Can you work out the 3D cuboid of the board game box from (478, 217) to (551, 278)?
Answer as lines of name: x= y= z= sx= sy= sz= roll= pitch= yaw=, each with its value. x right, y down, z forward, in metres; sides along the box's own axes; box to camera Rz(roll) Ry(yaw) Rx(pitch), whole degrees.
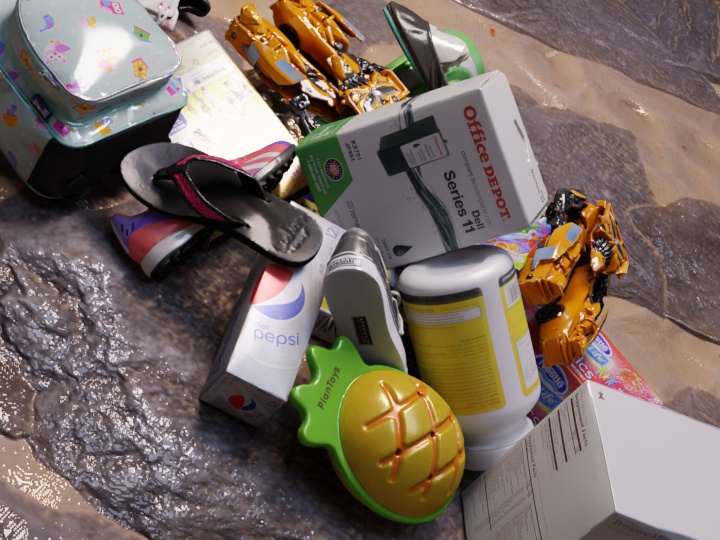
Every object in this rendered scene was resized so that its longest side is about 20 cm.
board game box: x=0.095 y=-0.051 z=1.716 sx=0.200 sy=0.045 sz=0.134 roll=29 pitch=30 yaw=15

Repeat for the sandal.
sandal: x=-0.124 y=-0.069 z=1.505 sx=0.200 sy=0.045 sz=0.075 roll=25 pitch=63 yaw=9

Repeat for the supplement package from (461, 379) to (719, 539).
supplement package: x=0.232 y=0.237 z=1.535 sx=0.191 sy=0.200 sz=0.147 roll=21 pitch=42 yaw=-26

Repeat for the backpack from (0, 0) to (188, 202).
backpack: x=-0.276 y=-0.188 z=1.533 sx=0.200 sy=0.153 sz=0.176 roll=44 pitch=45 yaw=16

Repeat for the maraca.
maraca: x=0.017 y=0.145 z=1.495 sx=0.200 sy=0.107 sz=0.137 roll=40 pitch=49 yaw=-25

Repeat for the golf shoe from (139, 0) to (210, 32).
golf shoe: x=-0.230 y=-0.289 z=1.736 sx=0.092 sy=0.073 sz=0.200 roll=50 pitch=37 yaw=7

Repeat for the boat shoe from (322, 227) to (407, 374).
boat shoe: x=0.003 y=0.047 z=1.541 sx=0.068 sy=0.073 sz=0.200 roll=-80 pitch=160 yaw=-45

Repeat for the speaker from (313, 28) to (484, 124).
speaker: x=0.041 y=-0.184 z=1.809 sx=0.200 sy=0.088 sz=0.088 roll=-37 pitch=80 yaw=-24

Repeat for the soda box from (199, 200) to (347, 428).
soda box: x=-0.078 y=0.038 z=1.517 sx=0.063 sy=0.068 sz=0.200 roll=28 pitch=54 yaw=-12

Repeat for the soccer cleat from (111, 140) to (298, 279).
soccer cleat: x=-0.143 y=-0.074 z=1.565 sx=0.200 sy=0.068 sz=0.073 roll=-40 pitch=81 yaw=-25

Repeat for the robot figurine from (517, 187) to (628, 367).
robot figurine: x=0.218 y=0.003 z=1.674 sx=0.200 sy=0.058 sz=0.145 roll=-52 pitch=128 yaw=-49

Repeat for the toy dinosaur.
toy dinosaur: x=-0.108 y=-0.199 z=1.784 sx=0.200 sy=0.058 sz=0.101 roll=4 pitch=27 yaw=-22

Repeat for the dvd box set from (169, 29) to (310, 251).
dvd box set: x=-0.152 y=-0.132 z=1.647 sx=0.146 sy=0.029 sz=0.200 roll=-33 pitch=77 yaw=-28

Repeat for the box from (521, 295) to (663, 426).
box: x=0.203 y=0.104 z=1.725 sx=0.200 sy=0.095 sz=0.100 roll=51 pitch=37 yaw=11

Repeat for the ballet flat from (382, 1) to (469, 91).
ballet flat: x=0.090 y=-0.197 z=1.743 sx=0.068 sy=0.068 sz=0.200 roll=-72 pitch=139 yaw=-84

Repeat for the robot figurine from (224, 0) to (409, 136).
robot figurine: x=-0.035 y=-0.203 z=1.702 sx=0.200 sy=0.058 sz=0.145 roll=43 pitch=51 yaw=10

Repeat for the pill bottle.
pill bottle: x=0.110 y=0.084 z=1.589 sx=0.112 sy=0.112 sz=0.200 roll=-35 pitch=117 yaw=-53

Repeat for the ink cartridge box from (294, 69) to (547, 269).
ink cartridge box: x=0.060 y=-0.090 z=1.588 sx=0.147 sy=0.200 sz=0.083 roll=68 pitch=23 yaw=-11

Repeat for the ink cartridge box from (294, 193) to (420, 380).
ink cartridge box: x=0.000 y=0.000 z=1.687 sx=0.197 sy=0.047 sz=0.200 roll=25 pitch=43 yaw=-20
